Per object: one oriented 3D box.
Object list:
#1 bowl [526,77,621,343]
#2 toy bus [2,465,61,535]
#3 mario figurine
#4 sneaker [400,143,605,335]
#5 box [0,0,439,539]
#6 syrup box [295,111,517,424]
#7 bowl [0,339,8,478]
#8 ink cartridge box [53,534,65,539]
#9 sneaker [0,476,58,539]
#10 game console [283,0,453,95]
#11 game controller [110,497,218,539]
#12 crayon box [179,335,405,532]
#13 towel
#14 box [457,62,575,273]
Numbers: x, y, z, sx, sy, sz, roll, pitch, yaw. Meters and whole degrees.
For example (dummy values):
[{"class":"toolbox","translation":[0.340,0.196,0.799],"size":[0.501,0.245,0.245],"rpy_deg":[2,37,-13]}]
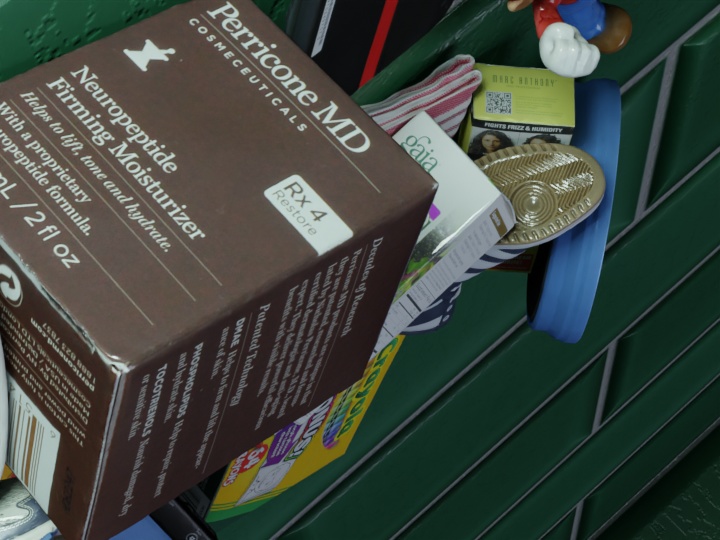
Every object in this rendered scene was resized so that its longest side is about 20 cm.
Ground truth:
[{"class":"bowl","translation":[0.158,-0.047,1.289],"size":[0.201,0.039,0.202],"rpy_deg":[9,90,-89]},{"class":"toy bus","translation":[-0.213,0.110,0.995],"size":[0.078,0.065,0.200],"rpy_deg":[-36,158,-23]},{"class":"mario figurine","translation":[0.138,-0.185,1.032],"size":[0.106,0.124,0.200],"rpy_deg":[-37,167,17]},{"class":"sneaker","translation":[0.078,-0.019,1.189],"size":[0.199,0.070,0.109],"rpy_deg":[-24,159,3]},{"class":"box","translation":[-0.101,-0.004,0.843],"size":[0.199,0.166,0.165],"rpy_deg":[-31,156,-34]},{"class":"syrup box","translation":[0.000,0.000,1.095],"size":[0.200,0.079,0.081],"rpy_deg":[-43,162,1]},{"class":"bowl","translation":[-0.261,0.064,0.753],"size":[0.199,0.075,0.201],"rpy_deg":[-22,144,-25]},{"class":"ink cartridge box","translation":[-0.259,0.229,0.990],"size":[0.199,0.085,0.146],"rpy_deg":[-1,144,-27]},{"class":"sneaker","translation":[-0.242,0.124,0.866],"size":[0.198,0.086,0.077],"rpy_deg":[-15,-174,-4]},{"class":"game console","translation":[0.016,-0.173,0.899],"size":[0.177,0.031,0.201],"rpy_deg":[-41,161,-37]},{"class":"game controller","translation":[-0.148,0.197,1.152],"size":[0.104,0.200,0.042],"rpy_deg":[-29,-151,18]},{"class":"crayon box","translation":[-0.055,0.097,1.283],"size":[0.172,0.058,0.201],"rpy_deg":[-27,153,-41]},{"class":"towel","translation":[-0.003,-0.053,1.147],"size":[0.146,0.030,0.200],"rpy_deg":[-28,157,-37]},{"class":"box","translation":[0.104,-0.070,1.233],"size":[0.075,0.050,0.200],"rpy_deg":[5,150,-3]}]
